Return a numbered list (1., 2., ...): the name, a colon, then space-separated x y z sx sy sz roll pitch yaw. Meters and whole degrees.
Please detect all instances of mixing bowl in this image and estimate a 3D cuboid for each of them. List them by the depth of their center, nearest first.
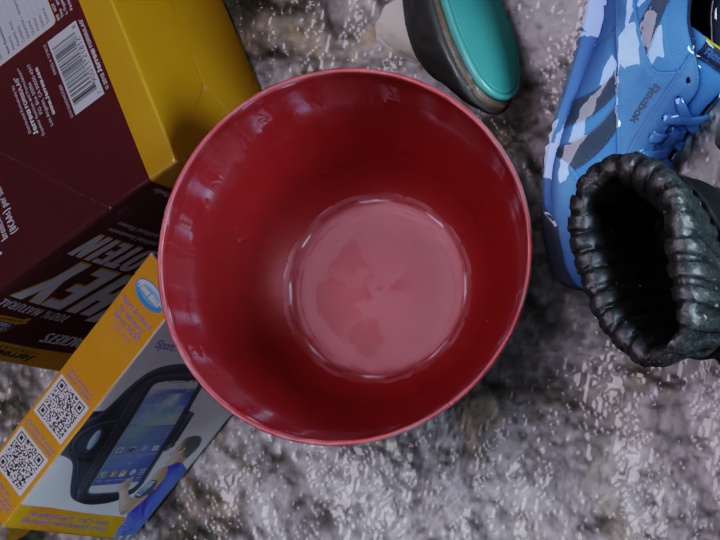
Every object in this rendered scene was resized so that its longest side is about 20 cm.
1. mixing bowl: 0.000 0.000 1.342 0.199 0.108 0.201 -2 80 11

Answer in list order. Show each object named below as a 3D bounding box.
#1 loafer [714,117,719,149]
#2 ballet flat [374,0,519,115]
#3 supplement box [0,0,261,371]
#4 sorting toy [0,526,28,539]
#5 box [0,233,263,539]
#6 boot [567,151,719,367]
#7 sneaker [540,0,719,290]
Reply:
1. loafer: 0.266 -0.061 1.216 0.199 0.075 0.070 -6 74 32
2. ballet flat: 0.041 -0.163 1.393 0.068 0.068 0.201 -31 56 35
3. supplement box: -0.174 -0.079 1.470 0.200 0.133 0.198 -34 65 24
4. sorting toy: -0.298 0.208 1.526 0.200 0.107 0.181 25 102 33
5. box: -0.118 0.067 1.416 0.200 0.119 0.042 -50 59 16
6. boot: 0.195 0.036 1.193 0.079 0.158 0.211 -48 65 19
7. sneaker: 0.150 -0.084 1.303 0.078 0.066 0.201 14 89 30
